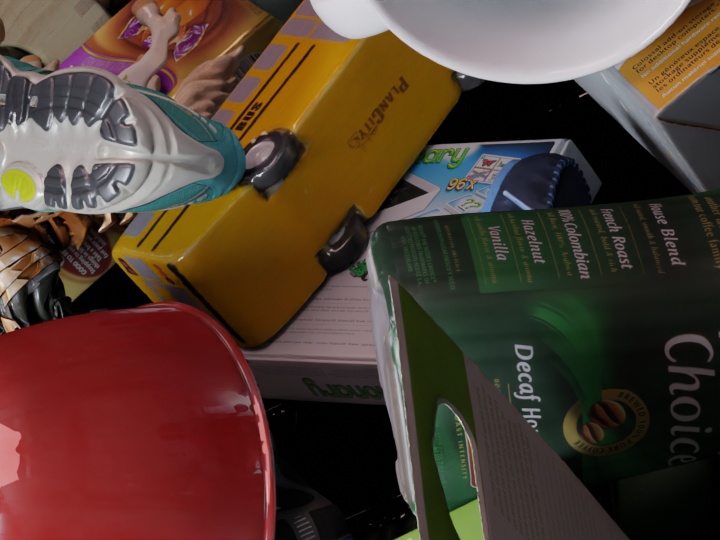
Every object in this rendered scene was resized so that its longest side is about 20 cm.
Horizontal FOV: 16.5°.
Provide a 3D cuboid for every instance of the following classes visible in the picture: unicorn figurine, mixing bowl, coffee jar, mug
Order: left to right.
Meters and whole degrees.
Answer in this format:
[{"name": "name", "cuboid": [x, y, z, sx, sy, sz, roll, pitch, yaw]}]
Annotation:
[{"name": "mixing bowl", "cuboid": [-0.134, 0.103, 0.990, 0.200, 0.108, 0.201, -21, 64, 50]}, {"name": "unicorn figurine", "cuboid": [-0.161, -0.064, 1.221, 0.200, 0.074, 0.138, -18, 43, 27]}, {"name": "mug", "cuboid": [0.054, -0.170, 1.026, 0.200, 0.148, 0.176, -38, 24, 29]}, {"name": "coffee jar", "cuboid": [0.106, 0.022, 0.864, 0.199, 0.105, 0.085, -10, 31, -2]}]

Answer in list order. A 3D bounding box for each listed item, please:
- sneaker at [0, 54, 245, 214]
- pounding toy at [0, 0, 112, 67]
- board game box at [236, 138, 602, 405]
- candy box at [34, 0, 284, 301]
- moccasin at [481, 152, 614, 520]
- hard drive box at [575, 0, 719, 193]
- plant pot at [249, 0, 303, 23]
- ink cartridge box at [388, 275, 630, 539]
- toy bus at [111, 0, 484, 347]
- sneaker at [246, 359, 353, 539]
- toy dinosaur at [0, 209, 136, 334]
[{"name": "sneaker", "cuboid": [-0.130, -0.055, 1.099, 0.200, 0.079, 0.078, 16, 98, 48]}, {"name": "pounding toy", "cuboid": [-0.230, -0.133, 1.400, 0.184, 0.142, 0.200, -50, 34, -12]}, {"name": "board game box", "cuboid": [0.000, 0.000, 1.114, 0.200, 0.035, 0.126, 1, 51, 46]}, {"name": "candy box", "cuboid": [-0.124, -0.075, 1.308, 0.200, 0.056, 0.117, -43, 34, 0]}, {"name": "moccasin", "cuboid": [0.083, 0.042, 0.962, 0.068, 0.080, 0.201, -13, 56, 28]}, {"name": "hard drive box", "cuboid": [0.160, -0.128, 1.063, 0.156, 0.077, 0.200, -40, 33, 1]}, {"name": "plant pot", "cuboid": [-0.018, -0.196, 1.235, 0.134, 0.200, 0.200, -54, 31, 13]}, {"name": "ink cartridge box", "cuboid": [0.041, 0.122, 0.784, 0.076, 0.200, 0.148, -29, 35, 18]}, {"name": "toy bus", "cuboid": [-0.019, -0.062, 1.115, 0.078, 0.065, 0.200, 11, 59, 52]}, {"name": "sneaker", "cuboid": [-0.068, 0.078, 1.041, 0.071, 0.083, 0.200, -14, 25, -23]}, {"name": "toy dinosaur", "cuboid": [-0.163, 0.014, 1.162, 0.199, 0.136, 0.102, -20, 33, 13]}]
